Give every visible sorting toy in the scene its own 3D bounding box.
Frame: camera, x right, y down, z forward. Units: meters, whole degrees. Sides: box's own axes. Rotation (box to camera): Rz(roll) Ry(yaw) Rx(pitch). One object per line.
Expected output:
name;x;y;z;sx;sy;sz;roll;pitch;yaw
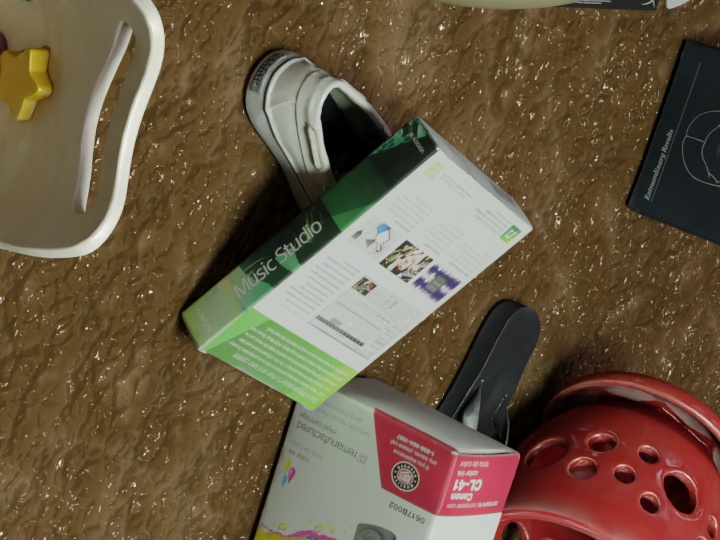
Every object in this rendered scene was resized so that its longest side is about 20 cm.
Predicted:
sorting toy;-0.171;-0.092;0.955;0.107;0.180;0.201;4;106;-53

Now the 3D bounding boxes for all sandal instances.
sandal;0.090;0.120;1.530;0.076;0.043;0.201;21;92;-55

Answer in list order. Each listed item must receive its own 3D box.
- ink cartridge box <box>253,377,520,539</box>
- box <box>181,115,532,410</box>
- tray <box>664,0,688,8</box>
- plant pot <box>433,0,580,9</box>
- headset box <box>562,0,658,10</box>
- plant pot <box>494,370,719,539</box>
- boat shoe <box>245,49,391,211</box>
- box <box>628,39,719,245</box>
ink cartridge box;0.006;0.190;1.374;0.085;0.147;0.201;8;102;-53
box;0.000;0.000;1.280;0.200;0.036;0.144;-41;146;10
tray;0.297;-0.289;1.582;0.200;0.022;0.108;-31;132;-40
plant pot;0.045;-0.240;1.171;0.134;0.201;0.201;-16;130;-4
headset box;0.163;-0.285;1.365;0.148;0.075;0.201;-8;116;-50
plant pot;0.200;0.197;1.581;0.183;0.200;0.201;-55;146;-40
boat shoe;-0.003;-0.068;1.283;0.072;0.066;0.200;-53;142;-18
box;0.343;-0.083;1.606;0.107;0.199;0.149;7;105;-54
